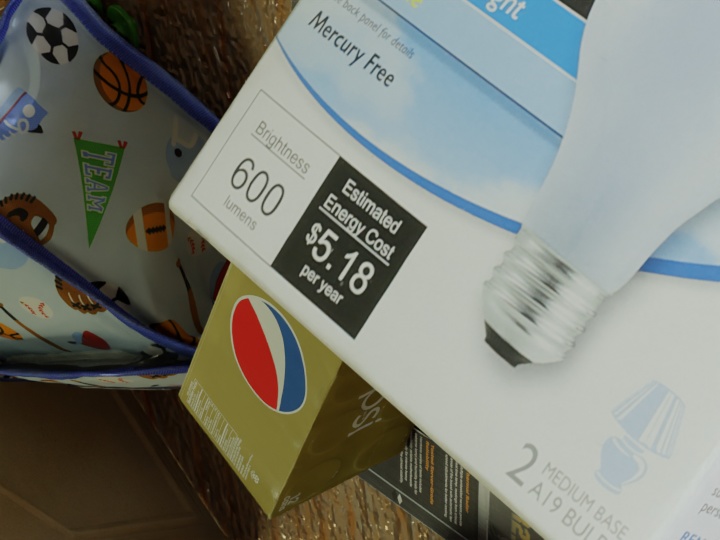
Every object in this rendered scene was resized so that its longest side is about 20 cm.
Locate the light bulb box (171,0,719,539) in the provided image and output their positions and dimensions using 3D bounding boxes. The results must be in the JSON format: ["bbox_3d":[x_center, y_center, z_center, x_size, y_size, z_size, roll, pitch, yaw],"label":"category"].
[{"bbox_3d":[0.092,-0.036,0.753,0.198,0.125,0.200,39,100,37],"label":"light bulb box"}]

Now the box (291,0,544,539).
[{"bbox_3d":[0.040,0.006,1.031,0.158,0.048,0.200,32,135,41],"label":"box"}]

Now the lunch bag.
[{"bbox_3d":[-0.124,-0.015,1.176,0.200,0.124,0.170,39,158,-26],"label":"lunch bag"}]

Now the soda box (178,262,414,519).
[{"bbox_3d":[0.000,0.000,0.976,0.064,0.068,0.200,52,145,21],"label":"soda box"}]

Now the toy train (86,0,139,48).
[{"bbox_3d":[-0.162,-0.130,1.260,0.200,0.042,0.056,42,151,34],"label":"toy train"}]

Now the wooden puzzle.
[{"bbox_3d":[-0.162,0.070,1.258,0.037,0.185,0.200,-49,67,23],"label":"wooden puzzle"}]
